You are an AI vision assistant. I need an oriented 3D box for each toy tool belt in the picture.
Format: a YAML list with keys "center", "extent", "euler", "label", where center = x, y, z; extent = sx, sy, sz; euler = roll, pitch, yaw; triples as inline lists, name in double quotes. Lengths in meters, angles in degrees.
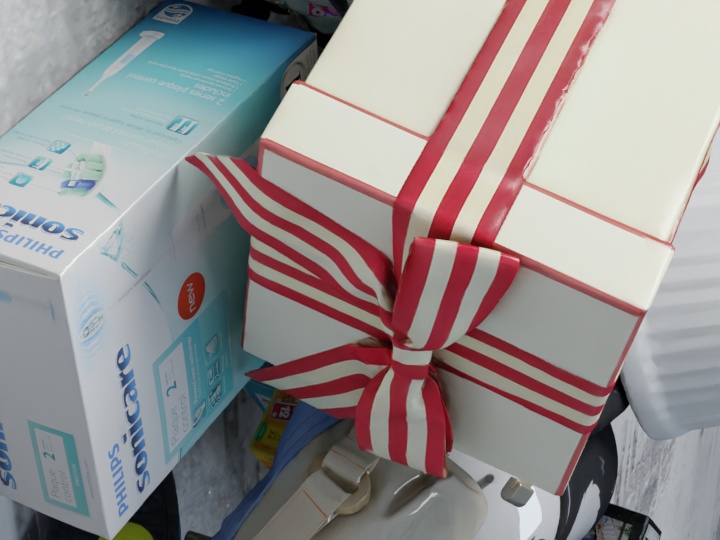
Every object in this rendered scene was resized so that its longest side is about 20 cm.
- center: [-0.007, 0.102, 0.881]
  extent: [0.201, 0.123, 0.125]
  euler: [-54, 142, 4]
  label: "toy tool belt"

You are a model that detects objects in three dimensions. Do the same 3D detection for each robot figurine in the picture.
- center: [0.077, 0.118, 1.038]
  extent: [0.200, 0.124, 0.152]
  euler: [-16, 120, -65]
  label: "robot figurine"

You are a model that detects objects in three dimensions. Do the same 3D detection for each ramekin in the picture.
- center: [0.210, -0.005, 1.051]
  extent: [0.200, 0.097, 0.203]
  euler: [-6, 90, -68]
  label: "ramekin"

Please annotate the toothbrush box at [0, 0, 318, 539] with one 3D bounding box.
- center: [-0.098, -0.007, 0.806]
  extent: [0.200, 0.085, 0.147]
  euler: [-47, 145, -43]
  label: "toothbrush box"

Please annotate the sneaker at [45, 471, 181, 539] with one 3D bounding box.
- center: [-0.117, 0.181, 0.876]
  extent: [0.079, 0.065, 0.202]
  euler: [97, -10, -69]
  label: "sneaker"

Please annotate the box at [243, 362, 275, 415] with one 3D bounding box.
- center: [0.000, 0.000, 1.071]
  extent: [0.201, 0.049, 0.082]
  euler: [-64, 155, -20]
  label: "box"

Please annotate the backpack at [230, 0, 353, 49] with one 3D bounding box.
- center: [-0.009, -0.202, 0.824]
  extent: [0.168, 0.126, 0.200]
  euler: [-65, 152, -9]
  label: "backpack"

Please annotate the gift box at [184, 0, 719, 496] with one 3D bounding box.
- center: [0.039, -0.027, 0.777]
  extent: [0.185, 0.198, 0.188]
  euler: [93, 21, -56]
  label: "gift box"

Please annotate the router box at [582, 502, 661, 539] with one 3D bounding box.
- center: [0.078, 0.203, 1.193]
  extent: [0.150, 0.199, 0.051]
  euler: [-67, 154, -12]
  label: "router box"

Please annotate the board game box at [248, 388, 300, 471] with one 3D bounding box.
- center: [-0.005, 0.096, 1.034]
  extent: [0.096, 0.030, 0.200]
  euler: [-65, 158, -18]
  label: "board game box"
